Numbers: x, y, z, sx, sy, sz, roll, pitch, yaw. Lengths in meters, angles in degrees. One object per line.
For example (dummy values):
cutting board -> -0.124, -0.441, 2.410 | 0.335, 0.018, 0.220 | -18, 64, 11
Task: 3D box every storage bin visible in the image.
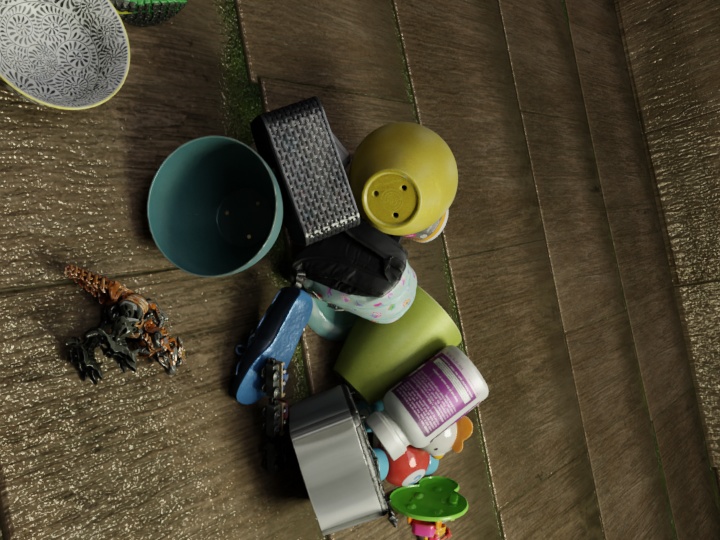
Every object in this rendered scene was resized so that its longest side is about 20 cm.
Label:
storage bin -> -0.088, -0.149, 0.980 | 0.093, 0.135, 0.202 | -23, 102, -14

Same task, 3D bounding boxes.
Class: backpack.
backpack -> 0.000, 0.000, 1.075 | 0.168, 0.199, 0.127 | -60, 149, -16

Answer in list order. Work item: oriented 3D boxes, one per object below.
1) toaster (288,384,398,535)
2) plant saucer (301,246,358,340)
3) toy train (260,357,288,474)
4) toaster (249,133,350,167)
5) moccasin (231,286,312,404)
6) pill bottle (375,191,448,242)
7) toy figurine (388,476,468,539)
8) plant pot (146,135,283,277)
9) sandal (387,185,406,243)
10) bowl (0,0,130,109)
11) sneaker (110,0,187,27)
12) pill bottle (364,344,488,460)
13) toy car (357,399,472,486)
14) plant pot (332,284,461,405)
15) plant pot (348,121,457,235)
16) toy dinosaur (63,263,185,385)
toaster -> -0.034, 0.303, 1.025 | 0.118, 0.200, 0.182 | -19, 97, -6
plant saucer -> -0.042, 0.030, 1.200 | 0.199, 0.027, 0.202 | 12, 73, -44
toy train -> -0.133, 0.228, 1.010 | 0.046, 0.034, 0.202 | -26, 122, -56
toaster -> -0.118, -0.190, 1.113 | 0.130, 0.113, 0.200 | 54, 50, -18
moccasin -> -0.147, 0.120, 1.033 | 0.201, 0.068, 0.080 | -56, 137, -11
pill bottle -> 0.079, -0.137, 1.300 | 0.199, 0.116, 0.118 | 19, 67, -41
toy figurine -> 0.132, 0.519, 1.223 | 0.200, 0.149, 0.186 | -10, 102, -71
plant pot -> -0.199, -0.088, 0.968 | 0.135, 0.198, 0.202 | 12, 68, -78
sandal -> 0.055, -0.080, 1.227 | 0.075, 0.201, 0.043 | 7, 39, -21
bowl -> -0.417, -0.295, 0.835 | 0.200, 0.094, 0.203 | 12, 72, -44
sneaker -> -0.349, -0.421, 0.948 | 0.199, 0.078, 0.086 | -12, 89, -46
pill bottle -> 0.109, 0.227, 1.083 | 0.199, 0.112, 0.113 | -36, 109, -9
toy car -> 0.121, 0.309, 1.177 | 0.183, 0.199, 0.179 | 10, 73, -44
plant pot -> 0.050, 0.139, 1.163 | 0.200, 0.187, 0.187 | -45, 116, -13
plant pot -> 0.063, -0.142, 1.097 | 0.201, 0.199, 0.142 | 63, 21, -15
toy dinosaur -> -0.326, 0.077, 0.867 | 0.199, 0.102, 0.136 | 36, 39, -14
